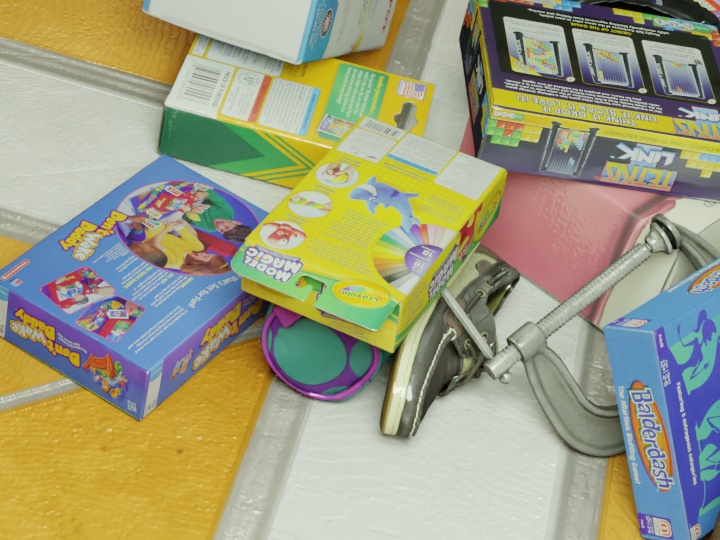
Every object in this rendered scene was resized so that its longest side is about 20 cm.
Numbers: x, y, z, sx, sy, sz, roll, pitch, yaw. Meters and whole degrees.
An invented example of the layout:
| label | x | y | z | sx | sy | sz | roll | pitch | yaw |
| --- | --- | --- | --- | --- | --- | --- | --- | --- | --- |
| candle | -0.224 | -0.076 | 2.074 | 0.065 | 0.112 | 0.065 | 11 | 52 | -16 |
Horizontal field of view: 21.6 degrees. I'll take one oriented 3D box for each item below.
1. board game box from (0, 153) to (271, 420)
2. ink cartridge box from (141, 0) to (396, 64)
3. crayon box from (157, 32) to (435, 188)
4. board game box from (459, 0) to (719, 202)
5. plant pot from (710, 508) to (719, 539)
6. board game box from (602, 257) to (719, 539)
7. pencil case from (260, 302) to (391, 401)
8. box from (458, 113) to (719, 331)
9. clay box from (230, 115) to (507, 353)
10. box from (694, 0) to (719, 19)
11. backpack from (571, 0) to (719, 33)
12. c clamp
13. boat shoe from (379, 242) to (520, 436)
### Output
| label | x | y | z | sx | sy | sz | roll | pitch | yaw |
| --- | --- | --- | --- | --- | --- | --- | --- | --- | --- |
| board game box | -0.144 | 0.006 | 1.312 | 0.134 | 0.045 | 0.200 | 29 | 41 | 18 |
| ink cartridge box | -0.058 | -0.263 | 1.533 | 0.145 | 0.147 | 0.200 | 20 | 16 | 16 |
| crayon box | -0.049 | -0.120 | 1.493 | 0.199 | 0.052 | 0.126 | 14 | 38 | 1 |
| board game box | 0.179 | -0.132 | 1.401 | 0.199 | 0.057 | 0.166 | 9 | 40 | -9 |
| plant pot | 0.290 | 0.176 | 1.160 | 0.187 | 0.187 | 0.200 | 32 | 57 | 20 |
| board game box | 0.251 | 0.073 | 1.274 | 0.045 | 0.153 | 0.200 | 4 | 24 | 45 |
| pencil case | 0.000 | 0.000 | 1.330 | 0.085 | 0.093 | 0.200 | -16 | 26 | 28 |
| box | 0.182 | -0.051 | 1.435 | 0.200 | 0.109 | 0.128 | 35 | 42 | 25 |
| clay box | 0.005 | -0.021 | 1.251 | 0.115 | 0.048 | 0.200 | 22 | 42 | 17 |
| box | 0.307 | -0.293 | 1.827 | 0.136 | 0.039 | 0.200 | -19 | 49 | -34 |
| backpack | 0.191 | -0.192 | 1.600 | 0.199 | 0.127 | 0.167 | -6 | 31 | -22 |
| c clamp | 0.173 | 0.033 | 1.294 | 0.200 | 0.027 | 0.171 | -31 | 98 | -15 |
| boat shoe | 0.066 | 0.044 | 1.310 | 0.065 | 0.073 | 0.200 | 20 | 43 | 6 |
